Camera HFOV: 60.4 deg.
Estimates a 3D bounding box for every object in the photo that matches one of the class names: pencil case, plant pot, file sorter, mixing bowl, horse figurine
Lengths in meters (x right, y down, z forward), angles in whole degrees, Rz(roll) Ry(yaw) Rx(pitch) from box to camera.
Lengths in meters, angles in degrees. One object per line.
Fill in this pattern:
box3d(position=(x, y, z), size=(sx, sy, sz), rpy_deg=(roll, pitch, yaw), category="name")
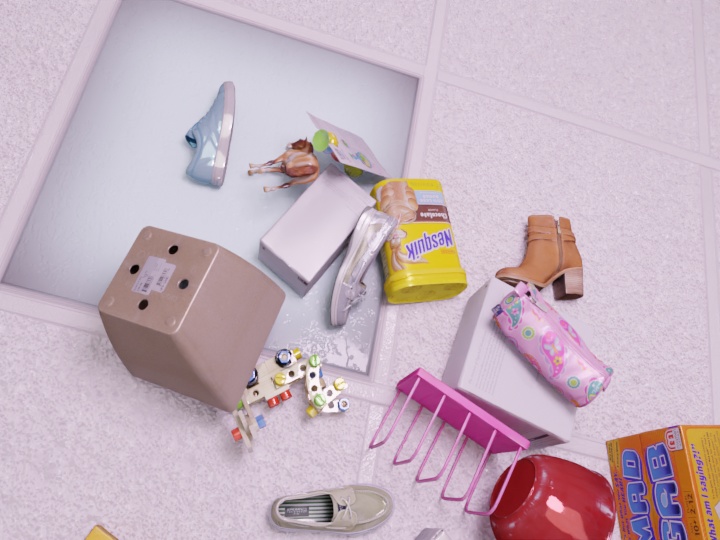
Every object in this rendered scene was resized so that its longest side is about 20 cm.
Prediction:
box3d(position=(0.292, 0.110, 0.946), size=(0.087, 0.088, 0.201), rpy_deg=(-39, 83, -23), category="pencil case")
box3d(position=(-0.250, 0.053, 0.887), size=(0.195, 0.178, 0.204), rpy_deg=(14, 64, 19), category="plant pot")
box3d(position=(0.128, 0.269, 0.952), size=(0.197, 0.139, 0.127), rpy_deg=(33, 69, 1), category="file sorter")
box3d(position=(0.261, 0.349, 0.908), size=(0.108, 0.200, 0.202), rpy_deg=(39, 66, -7), category="mixing bowl")
box3d(position=(-0.120, -0.180, 1.066), size=(0.129, 0.200, 0.051), rpy_deg=(-17, 114, -16), category="horse figurine")

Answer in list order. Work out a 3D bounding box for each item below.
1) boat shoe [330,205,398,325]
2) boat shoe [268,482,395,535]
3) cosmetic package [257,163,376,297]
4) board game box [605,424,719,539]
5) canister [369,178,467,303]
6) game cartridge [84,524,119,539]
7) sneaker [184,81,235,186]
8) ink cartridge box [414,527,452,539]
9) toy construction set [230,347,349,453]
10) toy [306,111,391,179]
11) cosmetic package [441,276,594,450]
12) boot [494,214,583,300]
box3d(position=(0.000, -0.001, 1.027), size=(0.063, 0.074, 0.207), rpy_deg=(20, 90, 5), category="boat shoe")
box3d(position=(-0.038, 0.358, 0.918), size=(0.194, 0.062, 0.074), rpy_deg=(-1, 69, -15), category="boat shoe")
box3d(position=(-0.074, -0.070, 1.065), size=(0.112, 0.081, 0.201), rpy_deg=(39, 67, 4), category="cosmetic package")
box3d(position=(0.544, 0.361, 0.978), size=(0.193, 0.200, 0.206), rpy_deg=(3, 68, -12), category="board game box")
box3d(position=(0.098, -0.055, 1.094), size=(0.144, 0.087, 0.206), rpy_deg=(-3, 68, -20), category="canister")
box3d(position=(-0.333, 0.478, 0.824), size=(0.198, 0.032, 0.178), rpy_deg=(36, 66, 0), category="game cartridge")
box3d(position=(-0.266, -0.252, 1.093), size=(0.079, 0.074, 0.206), rpy_deg=(9, 67, -13), category="sneaker")
box3d(position=(0.167, 0.456, 0.868), size=(0.043, 0.174, 0.201), rpy_deg=(-37, 81, -23), category="ink cartridge box")
box3d(position=(-0.119, 0.195, 0.953), size=(0.196, 0.092, 0.134), rpy_deg=(-20, 75, -31), category="toy construction set")
box3d(position=(-0.025, -0.204, 1.096), size=(0.047, 0.199, 0.116), rpy_deg=(-41, 70, 18), category="toy")
box3d(position=(0.255, 0.157, 1.031), size=(0.196, 0.123, 0.203), rpy_deg=(26, 65, -4), category="cosmetic package")
box3d(position=(0.326, -0.033, 1.144), size=(0.194, 0.077, 0.160), rpy_deg=(3, 70, -15), category="boot")
